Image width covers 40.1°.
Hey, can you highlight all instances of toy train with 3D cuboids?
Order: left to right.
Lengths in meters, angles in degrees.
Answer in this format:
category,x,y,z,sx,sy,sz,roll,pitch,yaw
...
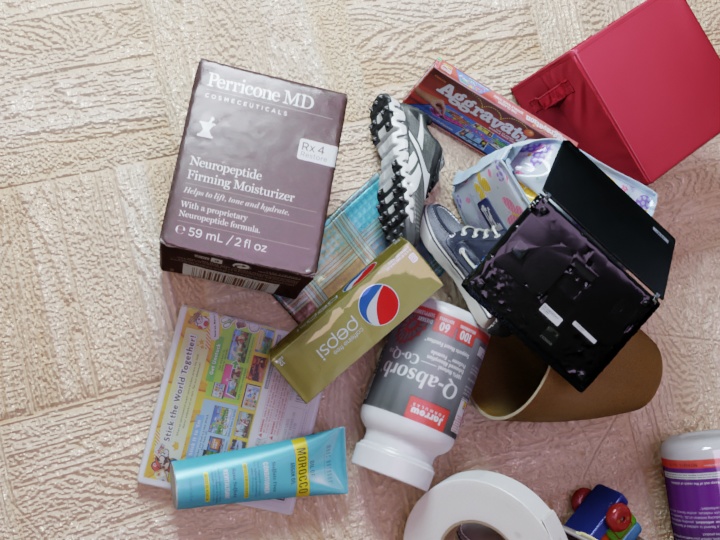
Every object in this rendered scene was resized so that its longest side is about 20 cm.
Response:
category,x,y,z,sx,sy,sz,roll,pitch,yaw
toy train,0.267,0.370,1.188,0.200,0.084,0.116,-46,110,-15

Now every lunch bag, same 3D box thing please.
category,x,y,z,sx,sy,sz,roll,pitch,yaw
lunch bag,0.215,-0.068,1.167,0.199,0.169,0.128,29,73,-12

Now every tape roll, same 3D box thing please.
category,x,y,z,sx,sy,sz,roll,pitch,yaw
tape roll,0.141,0.325,1.103,0.037,0.201,0.205,-13,87,-56

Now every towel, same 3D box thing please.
category,x,y,z,sx,sy,sz,roll,pitch,yaw
towel,0.000,0.000,1.179,0.200,0.022,0.147,-43,95,-15

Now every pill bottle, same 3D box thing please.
category,x,y,z,sx,sy,sz,roll,pitch,yaw
pill bottle,0.067,0.141,1.132,0.115,0.116,0.202,23,79,-12
pill bottle,0.441,0.304,1.219,0.111,0.112,0.203,-6,86,-16

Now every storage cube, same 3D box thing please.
category,x,y,z,sx,sy,sz,roll,pitch,yaw
storage cube,0.324,-0.209,1.212,0.199,0.171,0.181,-35,95,-16

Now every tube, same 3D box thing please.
category,x,y,z,sx,sy,sz,roll,pitch,yaw
tube,-0.109,0.224,1.091,0.198,0.050,0.078,-5,103,-19

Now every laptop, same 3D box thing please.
category,x,y,z,sx,sy,sz,roll,pitch,yaw
laptop,0.230,-0.009,1.063,0.177,0.103,0.200,40,94,-6

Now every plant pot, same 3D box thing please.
category,x,y,z,sx,sy,sz,roll,pitch,yaw
plant pot,0.253,0.103,1.168,0.198,0.186,0.189,16,80,-24

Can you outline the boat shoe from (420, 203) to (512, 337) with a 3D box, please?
category,x,y,z,sx,sy,sz,roll,pitch,yaw
boat shoe,0.142,-0.026,1.135,0.074,0.093,0.201,5,43,-45

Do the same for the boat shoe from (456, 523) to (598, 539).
category,x,y,z,sx,sy,sz,roll,pitch,yaw
boat shoe,0.199,0.314,1.127,0.198,0.060,0.072,12,68,27

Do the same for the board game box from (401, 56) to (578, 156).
category,x,y,z,sx,sy,sz,roll,pitch,yaw
board game box,0.155,-0.178,1.196,0.199,0.103,0.020,29,64,-10

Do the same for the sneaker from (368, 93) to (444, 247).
category,x,y,z,sx,sy,sz,roll,pitch,yaw
sneaker,0.065,-0.115,1.171,0.090,0.066,0.202,7,64,-27

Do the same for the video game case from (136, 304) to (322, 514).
category,x,y,z,sx,sy,sz,roll,pitch,yaw
video game case,-0.140,0.158,1.116,0.180,0.023,0.202,15,86,-13

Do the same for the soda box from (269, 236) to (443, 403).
category,x,y,z,sx,sy,sz,roll,pitch,yaw
soda box,-0.007,0.053,1.085,0.200,0.068,0.064,-41,99,0

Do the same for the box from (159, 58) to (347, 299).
category,x,y,z,sx,sy,sz,roll,pitch,yaw
box,-0.120,-0.091,1.072,0.164,0.164,0.203,12,79,-9
